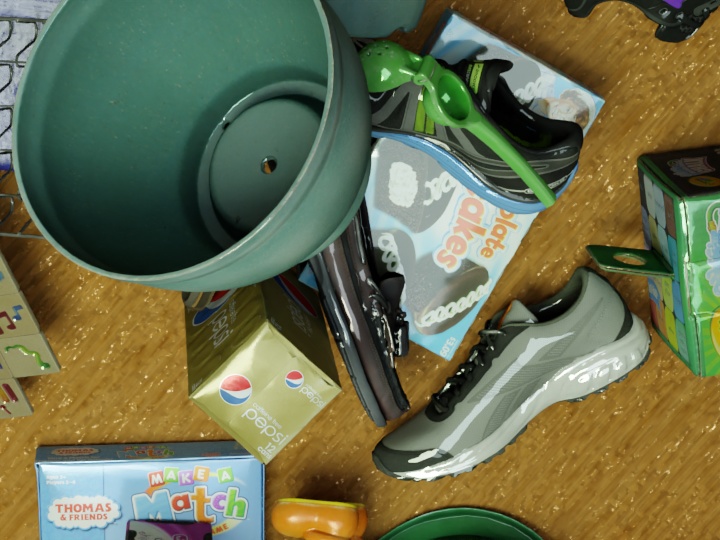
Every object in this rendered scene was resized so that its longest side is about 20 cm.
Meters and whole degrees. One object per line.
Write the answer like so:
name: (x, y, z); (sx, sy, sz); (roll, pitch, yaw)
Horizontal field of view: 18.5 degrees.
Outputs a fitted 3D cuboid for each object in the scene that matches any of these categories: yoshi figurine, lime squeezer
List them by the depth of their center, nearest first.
lime squeezer: (0.030, -0.095, 1.304); (0.200, 0.038, 0.071); (20, 119, -1)
yoshi figurine: (-0.045, 0.251, 1.450); (0.112, 0.112, 0.200); (6, 81, -33)

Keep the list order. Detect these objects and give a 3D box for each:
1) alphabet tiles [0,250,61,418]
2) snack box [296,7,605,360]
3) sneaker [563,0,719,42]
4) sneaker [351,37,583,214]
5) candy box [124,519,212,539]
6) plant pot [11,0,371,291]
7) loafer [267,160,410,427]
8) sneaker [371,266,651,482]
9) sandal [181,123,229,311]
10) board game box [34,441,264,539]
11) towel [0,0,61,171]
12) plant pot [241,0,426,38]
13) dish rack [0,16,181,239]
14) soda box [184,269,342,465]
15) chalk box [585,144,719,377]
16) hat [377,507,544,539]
alphabet tiles: (-0.286, 0.022, 1.383); (0.166, 0.006, 0.200); (-7, 128, 20)
snack box: (0.057, -0.055, 1.436); (0.116, 0.037, 0.200); (28, 100, -11)
sneaker: (0.218, -0.196, 1.406); (0.200, 0.070, 0.100); (-3, 112, -1)
sneaker: (0.049, -0.110, 1.357); (0.200, 0.071, 0.083); (28, 131, -11)
candy box: (-0.128, 0.277, 1.419); (0.061, 0.136, 0.200); (2, 105, -6)
plant pot: (-0.074, -0.074, 1.234); (0.200, 0.134, 0.200); (-8, 71, 25)
loafer: (0.000, 0.000, 1.393); (0.063, 0.072, 0.200); (-21, 100, -1)
sneaker: (0.090, 0.069, 1.457); (0.200, 0.074, 0.079); (-33, 109, -3)
sandal: (-0.104, -0.076, 1.391); (0.055, 0.082, 0.200); (3, 104, -8)
board game box: (-0.140, 0.215, 1.489); (0.151, 0.037, 0.200); (-1, 107, -6)
towel: (-0.193, -0.159, 1.380); (0.148, 0.050, 0.200); (8, 105, -1)
plant pot: (-0.014, -0.253, 1.306); (0.200, 0.200, 0.196); (11, 112, -9)
dish rack: (-0.197, -0.088, 1.342); (0.200, 0.055, 0.153); (4, 103, 9)
soda box: (-0.063, 0.045, 1.366); (0.068, 0.200, 0.064); (-45, 105, 7)
chalk box: (0.249, -0.011, 1.426); (0.200, 0.125, 0.124); (-9, 106, -2)
hat: (0.085, 0.231, 1.422); (0.200, 0.176, 0.166); (-23, 85, -7)
